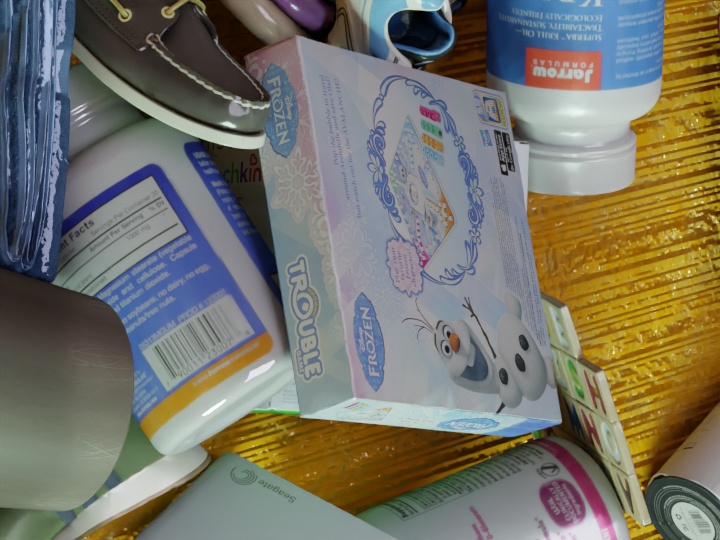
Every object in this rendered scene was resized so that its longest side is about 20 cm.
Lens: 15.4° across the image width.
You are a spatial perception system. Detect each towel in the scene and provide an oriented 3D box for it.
[{"bbox_3d":[-0.203,-0.094,1.398,0.048,0.111,0.202,6,84,-55],"label":"towel"}]

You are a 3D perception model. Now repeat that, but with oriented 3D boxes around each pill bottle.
[{"bbox_3d":[0.133,-0.153,1.646,0.112,0.112,0.202,-17,113,-41],"label":"pill bottle"},{"bbox_3d":[0.054,0.184,1.598,0.199,0.113,0.114,-21,103,-23],"label":"pill bottle"},{"bbox_3d":[-0.115,-0.011,1.445,0.112,0.112,0.201,-28,81,-39],"label":"pill bottle"}]

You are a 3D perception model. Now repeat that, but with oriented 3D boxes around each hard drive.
[{"bbox_3d":[-0.081,0.190,1.479,0.200,0.131,0.027,-43,149,-41],"label":"hard drive"}]

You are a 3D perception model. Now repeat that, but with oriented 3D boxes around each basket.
[{"bbox_3d":[-0.225,0.052,1.325,0.199,0.180,0.137,13,62,-38],"label":"basket"}]

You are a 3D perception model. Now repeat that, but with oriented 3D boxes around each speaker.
[{"bbox_3d":[0.282,0.112,1.849,0.200,0.081,0.082,-44,116,-34],"label":"speaker"}]

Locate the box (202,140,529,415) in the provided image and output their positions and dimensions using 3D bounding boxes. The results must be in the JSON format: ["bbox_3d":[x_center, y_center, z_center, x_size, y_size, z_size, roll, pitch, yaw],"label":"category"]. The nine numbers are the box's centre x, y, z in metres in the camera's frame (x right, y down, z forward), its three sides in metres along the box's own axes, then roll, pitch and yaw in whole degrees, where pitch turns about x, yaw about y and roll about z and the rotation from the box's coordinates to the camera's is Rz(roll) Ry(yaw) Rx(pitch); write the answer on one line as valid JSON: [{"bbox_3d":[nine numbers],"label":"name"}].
[{"bbox_3d":[0.000,0.000,1.587,0.199,0.096,0.178,5,85,-41],"label":"box"}]

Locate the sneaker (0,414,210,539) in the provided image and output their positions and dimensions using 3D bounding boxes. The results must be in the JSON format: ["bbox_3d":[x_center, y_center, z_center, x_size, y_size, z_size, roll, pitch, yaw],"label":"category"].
[{"bbox_3d":[-0.176,0.106,1.454,0.200,0.067,0.090,-29,99,-38],"label":"sneaker"}]

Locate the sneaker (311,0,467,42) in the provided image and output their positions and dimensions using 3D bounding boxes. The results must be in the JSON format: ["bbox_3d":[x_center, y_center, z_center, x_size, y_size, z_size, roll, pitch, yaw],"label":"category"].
[{"bbox_3d":[0.038,-0.188,1.642,0.200,0.078,0.090,-43,122,-32],"label":"sneaker"}]

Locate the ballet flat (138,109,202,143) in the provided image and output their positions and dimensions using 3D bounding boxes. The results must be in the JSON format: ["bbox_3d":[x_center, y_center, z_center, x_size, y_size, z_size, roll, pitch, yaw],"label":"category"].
[{"bbox_3d":[-0.111,-0.118,1.525,0.067,0.046,0.202,0,89,-42],"label":"ballet flat"}]

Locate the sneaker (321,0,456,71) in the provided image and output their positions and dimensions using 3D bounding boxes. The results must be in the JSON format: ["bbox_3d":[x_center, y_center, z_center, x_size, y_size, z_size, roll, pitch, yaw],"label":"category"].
[{"bbox_3d":[0.018,-0.130,1.532,0.072,0.200,0.072,42,72,13],"label":"sneaker"}]

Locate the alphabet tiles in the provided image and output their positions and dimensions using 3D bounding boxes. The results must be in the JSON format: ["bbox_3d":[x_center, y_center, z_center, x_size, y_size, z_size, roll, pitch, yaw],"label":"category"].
[{"bbox_3d":[0.127,0.087,1.645,0.008,0.200,0.168,-21,105,-10],"label":"alphabet tiles"}]

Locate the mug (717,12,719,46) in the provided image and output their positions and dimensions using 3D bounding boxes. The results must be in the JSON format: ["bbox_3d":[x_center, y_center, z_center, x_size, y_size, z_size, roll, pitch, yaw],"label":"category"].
[{"bbox_3d":[0.314,-0.090,1.878,0.132,0.178,0.202,-10,92,-5],"label":"mug"}]

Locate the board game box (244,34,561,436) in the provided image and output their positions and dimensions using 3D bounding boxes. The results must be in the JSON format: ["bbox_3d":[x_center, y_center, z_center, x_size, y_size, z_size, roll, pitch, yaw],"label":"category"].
[{"bbox_3d":[0.026,-0.014,1.469,0.198,0.043,0.201,11,66,-53],"label":"board game box"}]

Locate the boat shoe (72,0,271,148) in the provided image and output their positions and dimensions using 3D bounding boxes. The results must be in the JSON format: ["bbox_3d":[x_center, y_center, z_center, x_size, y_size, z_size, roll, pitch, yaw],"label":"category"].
[{"bbox_3d":[-0.121,-0.136,1.418,0.072,0.201,0.061,-7,129,-60],"label":"boat shoe"}]

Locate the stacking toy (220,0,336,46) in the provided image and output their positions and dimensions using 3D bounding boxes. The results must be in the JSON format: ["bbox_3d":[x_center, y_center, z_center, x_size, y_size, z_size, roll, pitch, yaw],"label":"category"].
[{"bbox_3d":[0.000,-0.219,1.539,0.200,0.085,0.085,-46,124,8],"label":"stacking toy"}]
